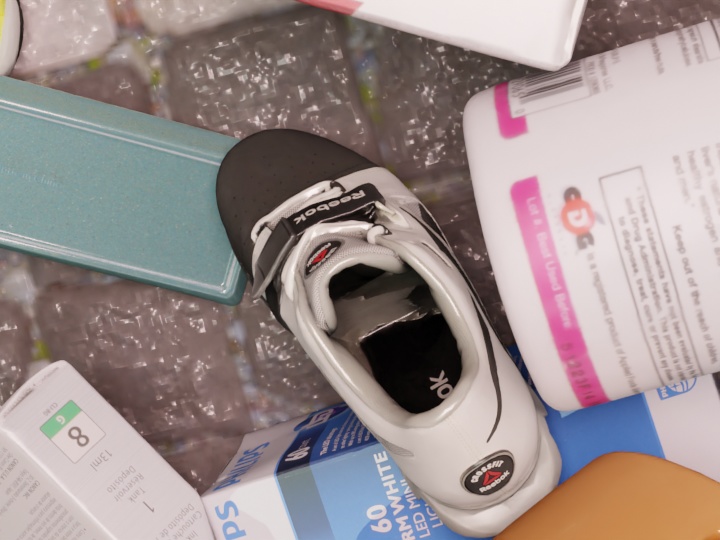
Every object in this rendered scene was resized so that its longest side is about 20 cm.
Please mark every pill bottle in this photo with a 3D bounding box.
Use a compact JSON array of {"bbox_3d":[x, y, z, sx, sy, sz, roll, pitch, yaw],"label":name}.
[{"bbox_3d":[0.143,-0.032,0.657,0.199,0.113,0.114,-16,99,11],"label":"pill bottle"}]

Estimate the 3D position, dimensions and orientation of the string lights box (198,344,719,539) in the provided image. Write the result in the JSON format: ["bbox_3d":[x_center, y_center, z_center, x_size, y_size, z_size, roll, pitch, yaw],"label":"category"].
[{"bbox_3d":[0.045,0.072,0.780,0.199,0.103,0.059,-19,97,11],"label":"string lights box"}]

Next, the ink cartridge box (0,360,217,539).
[{"bbox_3d":[-0.088,0.147,0.790,0.200,0.050,0.161,44,142,-1],"label":"ink cartridge box"}]

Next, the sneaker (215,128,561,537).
[{"bbox_3d":[0.000,0.000,0.720,0.074,0.089,0.200,-39,53,-2],"label":"sneaker"}]

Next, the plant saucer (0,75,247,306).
[{"bbox_3d":[-0.133,-0.039,0.795,0.199,0.019,0.070,14,104,-14],"label":"plant saucer"}]

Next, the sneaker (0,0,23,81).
[{"bbox_3d":[-0.213,-0.147,0.781,0.075,0.076,0.200,-39,97,11],"label":"sneaker"}]

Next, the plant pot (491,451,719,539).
[{"bbox_3d":[0.093,0.156,0.648,0.200,0.200,0.140,42,73,-2],"label":"plant pot"}]

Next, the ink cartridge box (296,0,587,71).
[{"bbox_3d":[0.014,-0.131,0.694,0.146,0.200,0.083,15,100,3],"label":"ink cartridge box"}]
